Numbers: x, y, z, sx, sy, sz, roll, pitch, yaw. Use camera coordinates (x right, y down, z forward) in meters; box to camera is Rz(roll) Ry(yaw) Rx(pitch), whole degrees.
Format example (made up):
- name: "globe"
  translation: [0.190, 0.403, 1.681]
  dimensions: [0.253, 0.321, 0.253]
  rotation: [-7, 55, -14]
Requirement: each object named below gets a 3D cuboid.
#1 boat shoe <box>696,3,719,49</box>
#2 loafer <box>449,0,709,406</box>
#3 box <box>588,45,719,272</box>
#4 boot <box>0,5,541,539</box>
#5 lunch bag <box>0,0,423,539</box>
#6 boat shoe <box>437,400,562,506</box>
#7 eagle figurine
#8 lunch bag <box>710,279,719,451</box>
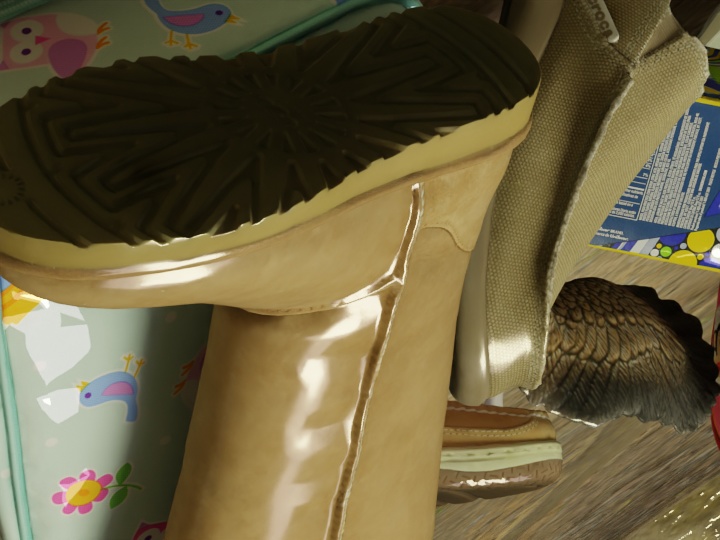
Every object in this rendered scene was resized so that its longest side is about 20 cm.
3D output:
- name: "boat shoe"
  translation: [0.195, -0.127, 1.089]
  dimensions: [0.201, 0.070, 0.072]
  rotation: [-49, -172, 23]
- name: "loafer"
  translation: [0.070, -0.053, 0.797]
  dimensions: [0.076, 0.067, 0.201]
  rotation: [102, 2, -80]
- name: "box"
  translation: [0.168, -0.033, 0.944]
  dimensions: [0.070, 0.199, 0.064]
  rotation: [-102, -154, -66]
- name: "boot"
  translation: [-0.035, 0.038, 0.702]
  dimensions: [0.175, 0.066, 0.200]
  rotation: [-14, 135, -31]
- name: "lunch bag"
  translation: [-0.059, -0.005, 0.755]
  dimensions: [0.160, 0.077, 0.200]
  rotation: [-23, 138, -23]
- name: "boat shoe"
  translation: [-0.022, 0.052, 1.004]
  dimensions: [0.199, 0.076, 0.072]
  rotation: [-1, 166, 5]
- name: "eagle figurine"
  translation: [0.075, 0.001, 1.116]
  dimensions: [0.199, 0.151, 0.152]
  rotation: [-17, 151, -21]
- name: "lunch bag"
  translation: [0.210, 0.019, 1.129]
  dimensions: [0.082, 0.177, 0.200]
  rotation: [10, 170, -8]
